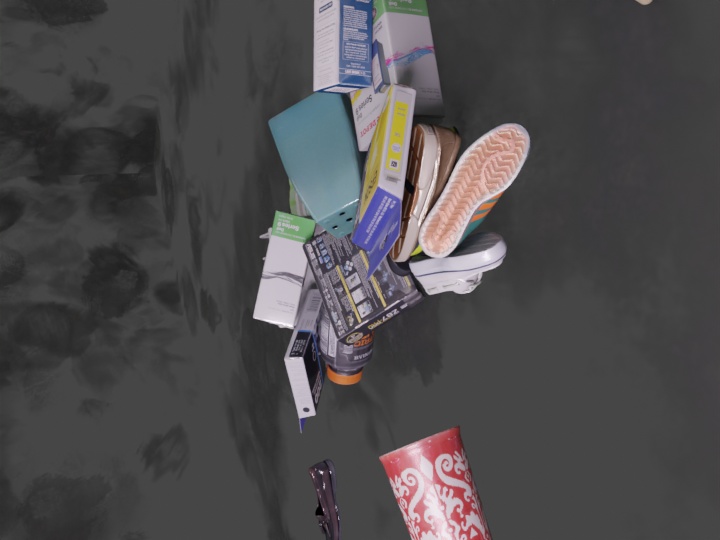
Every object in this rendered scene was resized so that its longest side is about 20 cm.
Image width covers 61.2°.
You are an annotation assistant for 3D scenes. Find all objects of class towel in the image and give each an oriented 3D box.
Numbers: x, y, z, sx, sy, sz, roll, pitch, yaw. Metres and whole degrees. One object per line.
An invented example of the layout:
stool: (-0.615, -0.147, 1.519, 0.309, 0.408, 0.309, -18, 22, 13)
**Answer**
towel: (-0.127, -0.200, 1.376, 0.199, 0.030, 0.154, -1, 94, 64)

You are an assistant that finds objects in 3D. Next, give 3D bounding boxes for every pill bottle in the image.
pill bottle: (-0.024, 0.111, 1.150, 0.106, 0.104, 0.206, 39, 130, 54)

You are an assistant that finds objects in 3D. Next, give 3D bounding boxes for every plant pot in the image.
plant pot: (-0.046, -0.172, 1.032, 0.139, 0.141, 0.205, -24, 67, 16)

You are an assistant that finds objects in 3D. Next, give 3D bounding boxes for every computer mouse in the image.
computer mouse: (0.062, -0.092, 0.972, 0.034, 0.057, 0.206, -14, 74, 62)

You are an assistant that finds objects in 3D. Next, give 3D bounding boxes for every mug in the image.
mug: (0.131, 0.352, 0.910, 0.131, 0.176, 0.205, -27, 71, 23)

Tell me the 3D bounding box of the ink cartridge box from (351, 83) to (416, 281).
ink cartridge box: (0.026, -0.113, 0.843, 0.198, 0.046, 0.205, 122, 160, -69)

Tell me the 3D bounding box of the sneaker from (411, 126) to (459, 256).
sneaker: (0.083, -0.118, 0.895, 0.074, 0.079, 0.205, -89, 10, -63)

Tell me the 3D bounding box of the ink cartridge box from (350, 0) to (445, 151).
ink cartridge box: (0.047, -0.303, 0.938, 0.145, 0.085, 0.206, -21, 77, 62)

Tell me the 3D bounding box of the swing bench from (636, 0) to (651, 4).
swing bench: (0.228, -0.302, 0.448, 0.198, 0.195, 0.134, 5, 101, 63)

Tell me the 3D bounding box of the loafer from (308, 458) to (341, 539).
loafer: (-0.087, 0.546, 1.417, 0.071, 0.061, 0.206, 0, 95, 63)

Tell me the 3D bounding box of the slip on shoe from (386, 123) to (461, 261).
slip on shoe: (0.083, -0.100, 0.831, 0.076, 0.059, 0.205, -122, 37, -52)

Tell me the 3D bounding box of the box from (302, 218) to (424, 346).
box: (0.000, 0.000, 1.038, 0.159, 0.049, 0.203, -33, 58, 14)

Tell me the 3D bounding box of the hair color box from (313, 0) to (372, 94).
hair color box: (-0.027, -0.378, 0.916, 0.099, 0.059, 0.206, 17, 108, 61)

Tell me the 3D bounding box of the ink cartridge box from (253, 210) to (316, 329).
ink cartridge box: (-0.146, 0.001, 1.174, 0.146, 0.082, 0.206, 161, 121, -82)

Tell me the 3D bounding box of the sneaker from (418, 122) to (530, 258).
sneaker: (0.149, -0.108, 0.793, 0.071, 0.080, 0.201, 41, 118, 7)

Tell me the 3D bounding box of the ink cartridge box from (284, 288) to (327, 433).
ink cartridge box: (-0.093, 0.178, 1.203, 0.200, 0.042, 0.204, -76, -16, -52)

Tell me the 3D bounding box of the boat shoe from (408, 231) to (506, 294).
boat shoe: (0.143, -0.003, 0.848, 0.068, 0.073, 0.199, 60, 159, -9)

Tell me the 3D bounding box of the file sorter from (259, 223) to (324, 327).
file sorter: (-0.138, 0.012, 1.328, 0.124, 0.135, 0.206, 170, 93, -65)
